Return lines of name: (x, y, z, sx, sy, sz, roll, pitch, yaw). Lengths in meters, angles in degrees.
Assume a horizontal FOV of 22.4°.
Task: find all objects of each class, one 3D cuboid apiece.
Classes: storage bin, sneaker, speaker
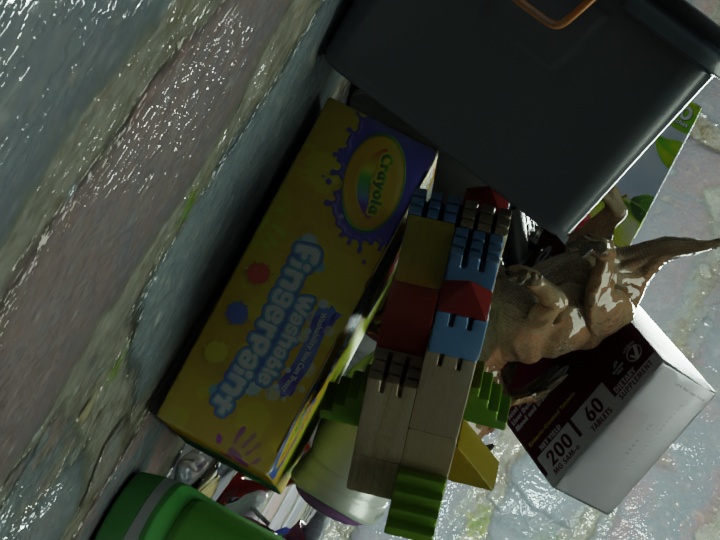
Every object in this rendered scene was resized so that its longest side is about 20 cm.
storage bin: (0.084, -0.115, 0.930, 0.134, 0.200, 0.146, -54, 176, 12)
sneaker: (0.019, 0.091, 1.109, 0.100, 0.075, 0.200, -62, 177, 11)
speaker: (-0.053, 0.191, 1.017, 0.088, 0.200, 0.088, -62, 174, -11)

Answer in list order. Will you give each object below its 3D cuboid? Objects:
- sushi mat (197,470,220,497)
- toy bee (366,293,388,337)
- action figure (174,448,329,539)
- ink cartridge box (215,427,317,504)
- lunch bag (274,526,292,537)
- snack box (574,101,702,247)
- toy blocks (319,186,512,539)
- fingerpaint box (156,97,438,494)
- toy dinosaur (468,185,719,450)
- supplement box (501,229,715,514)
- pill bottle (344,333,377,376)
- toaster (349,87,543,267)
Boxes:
sushi mat: (-0.140, 0.202, 1.244, 0.096, 0.012, 0.200, -64, 175, 11)
toy bee: (0.000, 0.000, 1.217, 0.131, 0.200, 0.109, 2, 88, -47)
action figure: (-0.066, 0.196, 1.167, 0.200, 0.134, 0.149, -158, -100, -75)
ink cartridge box: (-0.025, 0.124, 1.412, 0.200, 0.176, 0.045, -50, 124, -84)
lunch bag: (-0.117, 0.299, 1.350, 0.200, 0.127, 0.170, -55, -179, 40)
snack box: (0.152, -0.113, 1.460, 0.142, 0.200, 0.053, -63, 174, 3)
toy blocks: (0.041, 0.022, 0.953, 0.200, 0.100, 0.137, -72, 175, -55)
fingerpaint box: (-0.034, 0.020, 1.045, 0.200, 0.073, 0.167, -62, 175, -9)
toy dinosaur: (0.121, 0.026, 1.099, 0.086, 0.200, 0.136, -112, 180, -53)
supplement box: (0.133, 0.052, 1.191, 0.109, 0.061, 0.200, -51, -143, 13)
pill bottle: (0.043, -0.002, 1.351, 0.200, 0.113, 0.113, -48, -176, 37)
toaster: (0.091, -0.119, 1.161, 0.181, 0.119, 0.200, -60, 159, -23)
